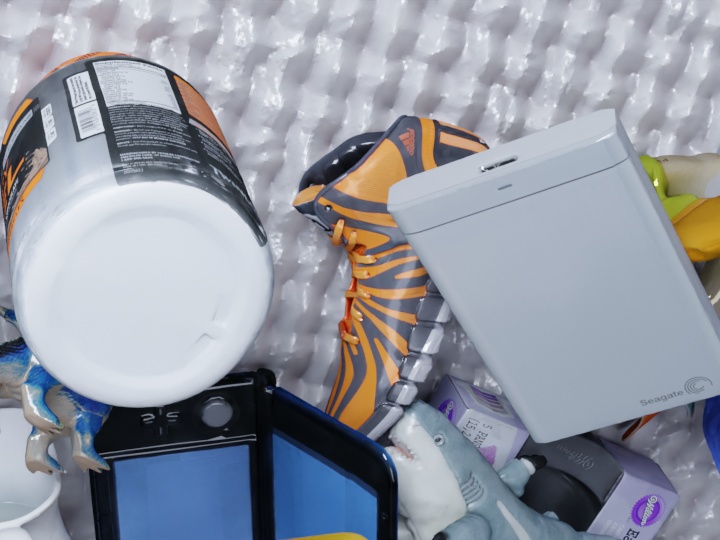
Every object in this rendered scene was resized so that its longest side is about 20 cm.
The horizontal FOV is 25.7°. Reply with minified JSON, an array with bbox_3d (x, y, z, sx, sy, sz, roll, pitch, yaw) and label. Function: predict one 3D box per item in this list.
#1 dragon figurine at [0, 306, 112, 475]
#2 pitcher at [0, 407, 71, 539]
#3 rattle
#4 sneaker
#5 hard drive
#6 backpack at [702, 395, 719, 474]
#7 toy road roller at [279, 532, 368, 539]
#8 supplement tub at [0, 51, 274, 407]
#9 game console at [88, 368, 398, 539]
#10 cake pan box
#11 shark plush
[{"bbox_3d":[-0.168,0.045,0.847,0.058,0.101,0.200,-7,150,22],"label":"dragon figurine"},{"bbox_3d":[-0.201,0.206,0.902,0.120,0.172,0.202,-7,117,-18],"label":"pitcher"},{"bbox_3d":[0.204,0.039,0.960,0.129,0.142,0.203,-11,113,-32],"label":"rattle"},{"bbox_3d":[0.000,0.000,0.923,0.111,0.078,0.202,23,98,-19],"label":"sneaker"},{"bbox_3d":[0.117,0.011,0.876,0.131,0.027,0.201,-18,129,22],"label":"hard drive"},{"bbox_3d":[0.311,0.078,1.000,0.167,0.163,0.200,40,113,-19],"label":"backpack"},{"bbox_3d":[-0.056,0.248,0.908,0.198,0.124,0.147,-15,124,27],"label":"toy road roller"},{"bbox_3d":[-0.118,-0.031,0.792,0.121,0.200,0.124,-6,117,-12],"label":"supplement tub"},{"bbox_3d":[-0.072,0.175,0.953,0.168,0.119,0.202,-6,117,-11],"label":"game console"},{"bbox_3d":[0.090,0.181,1.045,0.183,0.052,0.201,24,107,-27],"label":"cake pan box"},{"bbox_3d":[0.096,0.148,0.967,0.198,0.091,0.084,22,78,-19],"label":"shark plush"}]
